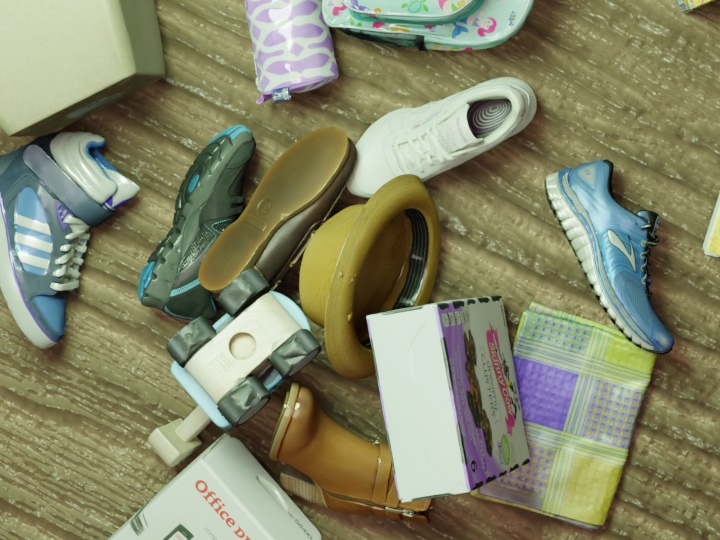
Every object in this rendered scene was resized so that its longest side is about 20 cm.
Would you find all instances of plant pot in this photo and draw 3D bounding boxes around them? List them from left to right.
[{"bbox_3d":[-0.290,-0.232,1.661,0.199,0.200,0.178,-25,91,8],"label":"plant pot"}]

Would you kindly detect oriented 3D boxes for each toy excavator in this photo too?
[{"bbox_3d":[-0.127,0.108,1.695,0.194,0.200,0.100,-42,80,-5],"label":"toy excavator"}]

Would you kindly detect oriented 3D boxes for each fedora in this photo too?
[{"bbox_3d":[0.000,0.000,1.680,0.082,0.200,0.201,17,98,30],"label":"fedora"}]

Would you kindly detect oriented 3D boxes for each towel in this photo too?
[{"bbox_3d":[0.197,0.146,1.736,0.143,0.023,0.201,19,98,5],"label":"towel"}]

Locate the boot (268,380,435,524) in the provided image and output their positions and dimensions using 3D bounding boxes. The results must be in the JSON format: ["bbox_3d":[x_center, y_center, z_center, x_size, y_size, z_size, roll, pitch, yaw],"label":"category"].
[{"bbox_3d":[-0.003,0.180,1.685,0.155,0.200,0.077,14,55,12],"label":"boot"}]

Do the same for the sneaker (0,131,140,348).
[{"bbox_3d":[-0.280,-0.036,1.742,0.146,0.081,0.201,-16,88,12],"label":"sneaker"}]

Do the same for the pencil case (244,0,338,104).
[{"bbox_3d":[-0.080,-0.261,1.701,0.085,0.084,0.201,-9,93,31],"label":"pencil case"}]

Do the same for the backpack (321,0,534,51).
[{"bbox_3d":[0.071,-0.292,1.649,0.199,0.151,0.178,10,93,0],"label":"backpack"}]

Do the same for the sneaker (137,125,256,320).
[{"bbox_3d":[-0.144,-0.046,1.742,0.082,0.073,0.200,24,100,-18],"label":"sneaker"}]

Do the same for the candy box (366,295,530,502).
[{"bbox_3d":[0.085,0.113,1.643,0.071,0.200,0.168,-11,88,21],"label":"candy box"}]

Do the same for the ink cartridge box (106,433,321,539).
[{"bbox_3d":[-0.160,0.281,1.742,0.200,0.084,0.146,-43,89,20],"label":"ink cartridge box"}]

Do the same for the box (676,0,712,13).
[{"bbox_3d":[0.350,-0.364,1.619,0.199,0.122,0.193,-25,93,8],"label":"box"}]

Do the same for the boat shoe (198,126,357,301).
[{"bbox_3d":[-0.072,-0.047,1.704,0.200,0.070,0.070,-48,49,1],"label":"boat shoe"}]

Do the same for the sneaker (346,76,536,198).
[{"bbox_3d":[0.069,-0.130,1.685,0.199,0.100,0.075,-27,93,10],"label":"sneaker"}]

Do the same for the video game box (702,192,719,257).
[{"bbox_3d":[0.438,-0.085,1.674,0.182,0.047,0.201,18,97,3],"label":"video game box"}]

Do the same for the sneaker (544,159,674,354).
[{"bbox_3d":[0.251,-0.015,1.683,0.089,0.079,0.201,-26,87,7],"label":"sneaker"}]
